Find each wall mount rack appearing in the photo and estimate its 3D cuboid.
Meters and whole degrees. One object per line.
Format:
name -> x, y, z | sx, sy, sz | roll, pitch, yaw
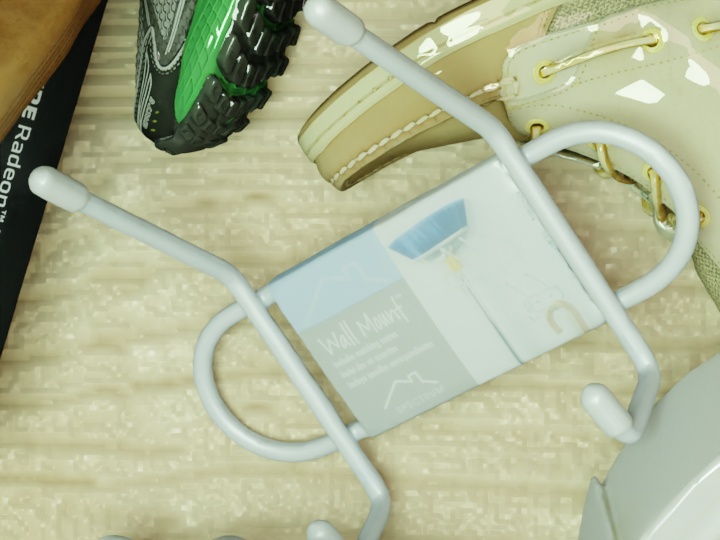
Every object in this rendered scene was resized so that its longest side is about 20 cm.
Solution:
wall mount rack -> 0.000, 0.000, 0.773 | 0.200, 0.075, 0.174 | -29, 104, 28

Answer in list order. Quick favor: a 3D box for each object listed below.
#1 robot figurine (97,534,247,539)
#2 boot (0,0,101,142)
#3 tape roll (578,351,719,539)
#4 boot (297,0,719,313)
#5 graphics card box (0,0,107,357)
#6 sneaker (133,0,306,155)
robot figurine -> -0.013, 0.161, 0.797 | 0.200, 0.113, 0.170 | 24, 132, 3
boot -> -0.059, -0.108, 0.697 | 0.188, 0.069, 0.200 | 27, 55, 15
tape roll -> 0.170, 0.115, 0.777 | 0.202, 0.071, 0.203 | 0, 110, -1
boot -> 0.094, -0.030, 0.813 | 0.200, 0.073, 0.156 | -25, 90, 0
graphics card box -> -0.159, -0.046, 0.809 | 0.125, 0.051, 0.201 | 17, 90, 37
sneaker -> -0.059, -0.138, 0.826 | 0.085, 0.078, 0.201 | 2, 82, 10
